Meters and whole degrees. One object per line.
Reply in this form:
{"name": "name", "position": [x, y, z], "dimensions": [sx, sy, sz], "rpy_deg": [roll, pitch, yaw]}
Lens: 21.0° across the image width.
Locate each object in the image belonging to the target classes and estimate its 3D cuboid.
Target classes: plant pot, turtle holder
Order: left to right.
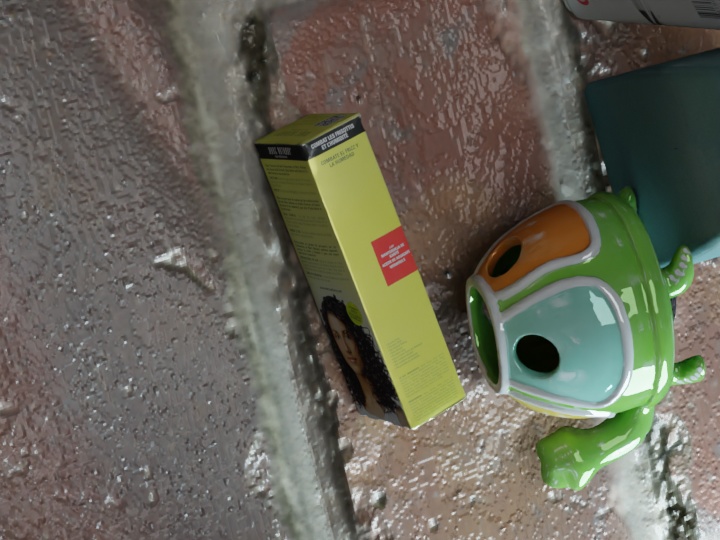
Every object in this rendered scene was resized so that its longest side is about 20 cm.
{"name": "turtle holder", "position": [0.142, 0.041, 1.302], "dimensions": [0.131, 0.141, 0.186], "rpy_deg": [-15, 141, -12]}
{"name": "plant pot", "position": [0.257, -0.084, 1.273], "dimensions": [0.141, 0.200, 0.142], "rpy_deg": [-15, 90, -10]}

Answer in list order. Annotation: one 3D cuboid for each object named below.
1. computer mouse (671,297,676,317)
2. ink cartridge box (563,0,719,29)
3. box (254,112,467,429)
{"name": "computer mouse", "position": [0.238, -0.027, 1.398], "dimensions": [0.059, 0.034, 0.200], "rpy_deg": [36, 81, -43]}
{"name": "ink cartridge box", "position": [0.200, -0.236, 1.251], "dimensions": [0.083, 0.200, 0.145], "rpy_deg": [-46, 123, -21]}
{"name": "box", "position": [0.000, 0.000, 1.241], "dimensions": [0.050, 0.075, 0.201], "rpy_deg": [-27, 105, -24]}
